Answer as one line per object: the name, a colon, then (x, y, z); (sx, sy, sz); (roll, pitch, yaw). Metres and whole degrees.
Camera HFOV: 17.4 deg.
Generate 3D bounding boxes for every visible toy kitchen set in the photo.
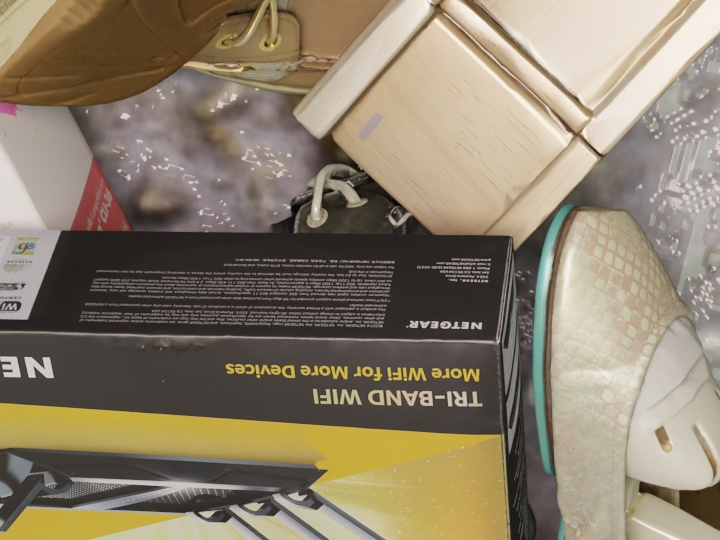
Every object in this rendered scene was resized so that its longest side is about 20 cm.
toy kitchen set: (0.031, -0.111, 0.638); (0.163, 0.180, 0.200); (43, 109, 2)

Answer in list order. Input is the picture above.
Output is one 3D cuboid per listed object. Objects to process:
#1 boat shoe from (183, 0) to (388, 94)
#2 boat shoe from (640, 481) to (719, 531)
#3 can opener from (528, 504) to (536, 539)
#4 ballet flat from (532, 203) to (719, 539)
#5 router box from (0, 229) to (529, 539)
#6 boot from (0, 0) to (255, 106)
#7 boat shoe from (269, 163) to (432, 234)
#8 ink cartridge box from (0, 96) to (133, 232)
boat shoe: (-0.050, -0.095, 0.771); (0.199, 0.066, 0.074); (5, 99, -1)
boat shoe: (0.173, 0.122, 0.813); (0.200, 0.072, 0.065); (26, 137, -5)
can opener: (0.069, 0.128, 0.814); (0.200, 0.053, 0.067); (40, 97, -7)
ballet flat: (0.091, 0.067, 0.733); (0.062, 0.067, 0.201); (12, 126, 24)
router box: (-0.049, 0.064, 0.725); (0.199, 0.052, 0.158); (0, 129, 9)
boot: (-0.056, -0.149, 0.659); (0.073, 0.200, 0.156); (0, 73, -32)
boat shoe: (0.000, 0.000, 0.785); (0.064, 0.071, 0.200); (40, 98, -7)
ink cartridge box: (-0.165, -0.055, 0.735); (0.116, 0.068, 0.200); (-16, 120, 15)
